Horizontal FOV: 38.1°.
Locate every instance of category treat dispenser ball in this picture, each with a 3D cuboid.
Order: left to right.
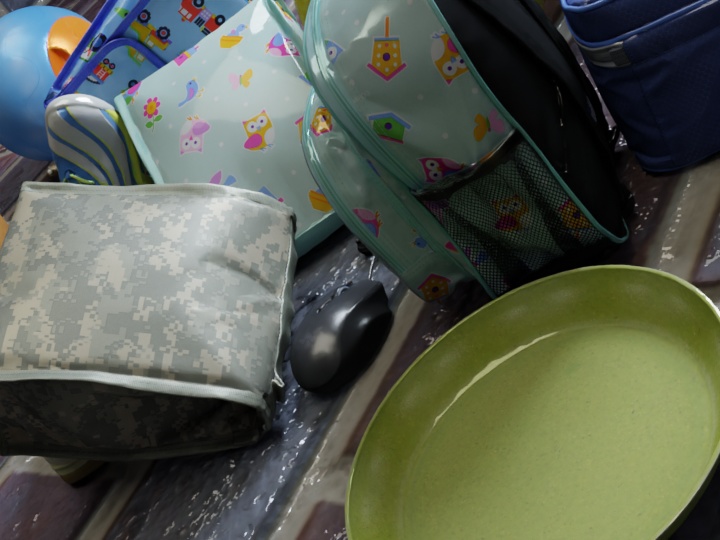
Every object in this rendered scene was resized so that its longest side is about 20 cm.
[{"bbox_3d":[-0.418,-0.248,1.391,0.199,0.202,0.202,-28,29,17],"label":"treat dispenser ball"}]

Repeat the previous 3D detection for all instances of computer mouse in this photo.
[{"bbox_3d":[0.000,0.000,0.696,0.058,0.034,0.201,-19,33,34],"label":"computer mouse"}]

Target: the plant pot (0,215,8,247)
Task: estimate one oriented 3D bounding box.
[{"bbox_3d":[-0.362,0.055,0.933,0.198,0.141,0.201,-29,28,17],"label":"plant pot"}]

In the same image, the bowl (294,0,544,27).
[{"bbox_3d":[0.049,-0.182,0.807,0.196,0.109,0.201,-5,26,2],"label":"bowl"}]

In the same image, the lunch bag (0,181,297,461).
[{"bbox_3d":[-0.138,0.033,0.691,0.196,0.118,0.166,1,52,6],"label":"lunch bag"}]

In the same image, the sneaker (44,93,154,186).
[{"bbox_3d":[-0.206,-0.045,0.864,0.074,0.201,0.106,-13,48,5],"label":"sneaker"}]

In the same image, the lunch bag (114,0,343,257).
[{"bbox_3d":[-0.077,-0.091,0.828,0.169,0.122,0.201,-34,61,6],"label":"lunch bag"}]

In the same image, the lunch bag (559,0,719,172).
[{"bbox_3d":[0.214,-0.170,0.588,0.198,0.133,0.137,-26,29,22],"label":"lunch bag"}]

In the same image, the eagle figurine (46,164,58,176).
[{"bbox_3d":[-0.216,-0.128,1.070,0.196,0.155,0.151,-6,-5,5],"label":"eagle figurine"}]

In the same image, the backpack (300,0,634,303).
[{"bbox_3d":[0.049,-0.096,0.601,0.152,0.201,0.177,-24,31,24],"label":"backpack"}]

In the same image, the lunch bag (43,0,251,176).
[{"bbox_3d":[-0.172,-0.169,0.922,0.201,0.150,0.094,-51,38,5],"label":"lunch bag"}]

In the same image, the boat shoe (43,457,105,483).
[{"bbox_3d":[-0.221,0.079,0.809,0.073,0.063,0.202,-32,28,11],"label":"boat shoe"}]

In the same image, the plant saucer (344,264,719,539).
[{"bbox_3d":[0.082,0.079,0.481,0.198,0.031,0.201,-29,29,18],"label":"plant saucer"}]
